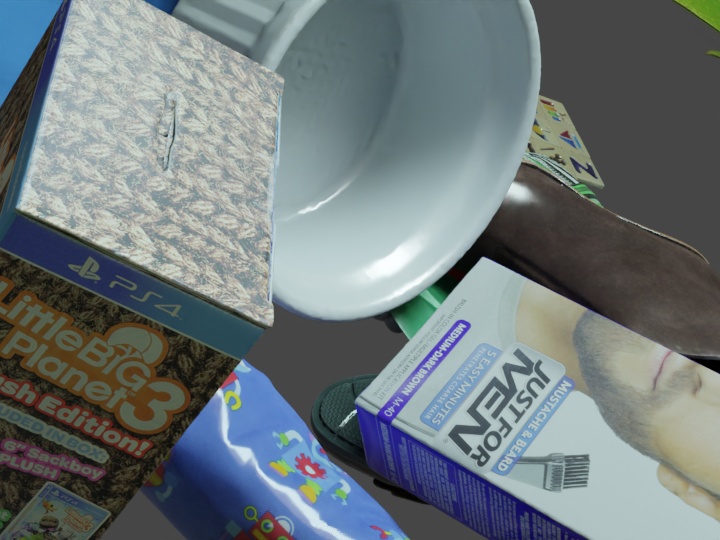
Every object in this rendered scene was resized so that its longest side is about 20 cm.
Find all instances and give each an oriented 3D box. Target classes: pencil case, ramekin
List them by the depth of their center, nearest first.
[{"bbox_3d":[-0.030,0.114,0.706,0.200,0.078,0.087,44,24,6],"label":"pencil case"},{"bbox_3d":[-0.012,-0.084,0.778,0.200,0.201,0.098,1,23,-45],"label":"ramekin"}]

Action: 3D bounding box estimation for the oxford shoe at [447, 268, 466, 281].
[{"bbox_3d":[0.095,0.019,0.960,0.200,0.071,0.073,41,27,3],"label":"oxford shoe"}]

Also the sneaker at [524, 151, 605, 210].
[{"bbox_3d":[0.096,-0.049,1.052,0.200,0.078,0.085,26,27,-37],"label":"sneaker"}]

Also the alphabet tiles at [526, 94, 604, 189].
[{"bbox_3d":[0.102,-0.121,1.198,0.199,0.006,0.167,14,41,-35],"label":"alphabet tiles"}]

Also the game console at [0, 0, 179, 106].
[{"bbox_3d":[-0.169,-0.083,0.768,0.199,0.116,0.176,19,38,-29],"label":"game console"}]

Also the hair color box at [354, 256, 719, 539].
[{"bbox_3d":[0.108,0.085,0.715,0.200,0.065,0.109,28,60,27],"label":"hair color box"}]

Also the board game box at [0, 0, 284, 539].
[{"bbox_3d":[-0.123,0.014,0.616,0.097,0.200,0.160,26,34,-21],"label":"board game box"}]

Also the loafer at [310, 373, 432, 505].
[{"bbox_3d":[0.071,0.104,0.791,0.199,0.063,0.072,8,44,17],"label":"loafer"}]

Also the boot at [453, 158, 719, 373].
[{"bbox_3d":[0.121,0.004,0.840,0.199,0.073,0.166,12,21,-19],"label":"boot"}]

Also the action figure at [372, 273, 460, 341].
[{"bbox_3d":[0.000,0.000,0.886,0.200,0.055,0.118,38,16,17],"label":"action figure"}]
